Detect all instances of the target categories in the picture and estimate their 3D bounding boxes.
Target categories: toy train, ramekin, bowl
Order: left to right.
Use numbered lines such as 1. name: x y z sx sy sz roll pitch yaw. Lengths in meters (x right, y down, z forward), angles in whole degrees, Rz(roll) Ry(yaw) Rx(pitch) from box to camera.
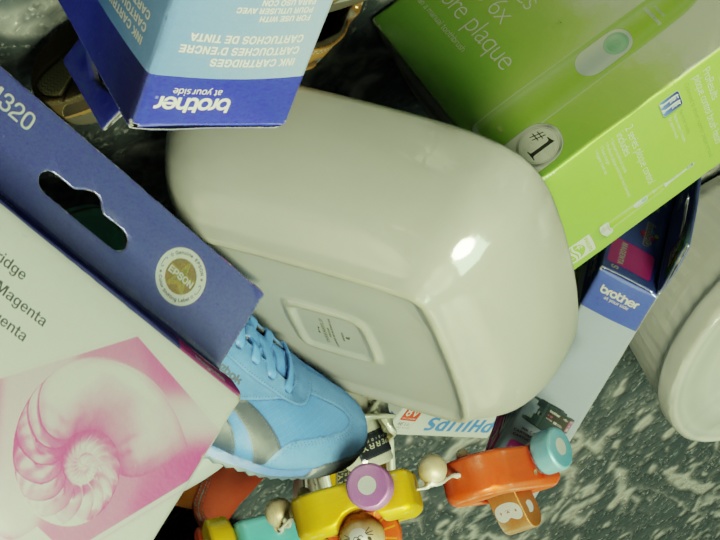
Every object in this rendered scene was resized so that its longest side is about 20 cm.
1. bowl: 0.000 0.000 0.806 0.075 0.198 0.200 -64 155 -25
2. toy train: 0.010 0.137 0.870 0.199 0.056 0.150 -23 164 32
3. ramekin: 0.267 0.016 1.135 0.201 0.094 0.203 -22 142 -18

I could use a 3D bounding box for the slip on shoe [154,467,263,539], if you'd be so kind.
1. slip on shoe: -0.095 0.133 1.001 0.199 0.061 0.074 -33 142 -8

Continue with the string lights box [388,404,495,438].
1. string lights box: 0.088 0.011 1.013 0.102 0.059 0.201 7 127 -46

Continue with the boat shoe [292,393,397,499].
1. boat shoe: -0.006 0.090 0.967 0.070 0.070 0.202 -15 116 -31

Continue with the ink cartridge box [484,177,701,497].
1. ink cartridge box: 0.128 0.025 0.921 0.201 0.042 0.120 -62 180 36

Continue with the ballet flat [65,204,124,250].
1. ballet flat: -0.192 0.044 0.813 0.199 0.071 0.068 -31 143 -8

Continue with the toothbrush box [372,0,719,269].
1. toothbrush box: 0.130 -0.119 0.827 0.199 0.146 0.086 -35 144 1

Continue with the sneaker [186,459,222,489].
1. sneaker: -0.144 0.085 0.866 0.198 0.073 0.071 -21 145 9

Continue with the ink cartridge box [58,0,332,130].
1. ink cartridge box: -0.064 -0.149 0.642 0.076 0.137 0.201 -4 134 -33

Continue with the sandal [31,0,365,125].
1. sandal: -0.048 -0.108 0.744 0.199 0.082 0.055 -28 130 -6

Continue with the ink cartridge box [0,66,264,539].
1. ink cartridge box: -0.146 0.034 0.681 0.196 0.043 0.201 41 69 -27

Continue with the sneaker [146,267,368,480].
1. sneaker: -0.070 0.040 0.788 0.199 0.066 0.079 22 115 -27
